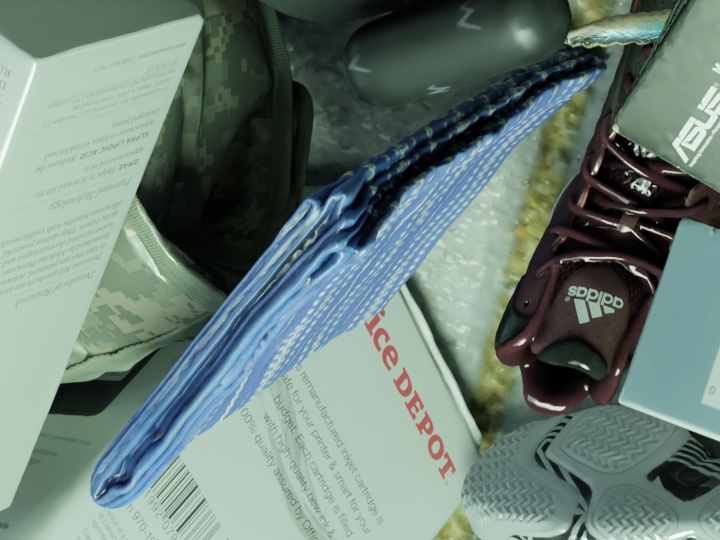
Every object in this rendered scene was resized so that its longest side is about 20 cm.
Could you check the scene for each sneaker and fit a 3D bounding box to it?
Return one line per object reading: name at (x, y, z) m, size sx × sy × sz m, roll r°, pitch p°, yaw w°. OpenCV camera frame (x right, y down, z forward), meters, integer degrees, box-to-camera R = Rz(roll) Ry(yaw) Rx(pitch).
sneaker at (0.138, 0.118, 0.994) m, size 0.200 × 0.075 × 0.115 m, roll 2°, pitch 128°, yaw 24°
sneaker at (0.099, -0.021, 0.859) m, size 0.076 × 0.116 × 0.200 m, roll 25°, pitch 137°, yaw 7°

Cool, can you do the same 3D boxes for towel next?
towel at (0.000, 0.000, 0.856) m, size 0.024 × 0.200 × 0.145 m, roll 45°, pitch 122°, yaw 7°

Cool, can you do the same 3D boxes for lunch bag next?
lunch bag at (-0.111, -0.058, 0.899) m, size 0.164 × 0.118 × 0.200 m, roll -19°, pitch 86°, yaw 40°

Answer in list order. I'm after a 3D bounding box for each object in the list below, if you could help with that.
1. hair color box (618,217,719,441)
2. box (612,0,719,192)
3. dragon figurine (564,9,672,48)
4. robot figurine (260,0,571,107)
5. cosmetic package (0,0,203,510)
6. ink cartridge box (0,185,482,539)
hair color box at (0.165, 0.036, 0.818) m, size 0.099 × 0.200 × 0.061 m, roll 20°, pitch 92°, yaw 26°
box at (0.148, -0.142, 0.665) m, size 0.047 × 0.193 × 0.200 m, roll 29°, pitch 138°, yaw -1°
dragon figurine at (0.151, -0.034, 0.799) m, size 0.059 × 0.200 × 0.100 m, roll 14°, pitch 103°, yaw 52°
robot figurine at (0.019, -0.143, 0.776) m, size 0.200 × 0.125 × 0.150 m, roll -10°, pitch 118°, yaw 40°
cosmetic package at (-0.140, -0.019, 0.811) m, size 0.113 × 0.081 × 0.200 m, roll 39°, pitch 124°, yaw 20°
ink cartridge box at (-0.058, 0.082, 0.978) m, size 0.083 × 0.200 × 0.145 m, roll 4°, pitch 132°, yaw 42°
